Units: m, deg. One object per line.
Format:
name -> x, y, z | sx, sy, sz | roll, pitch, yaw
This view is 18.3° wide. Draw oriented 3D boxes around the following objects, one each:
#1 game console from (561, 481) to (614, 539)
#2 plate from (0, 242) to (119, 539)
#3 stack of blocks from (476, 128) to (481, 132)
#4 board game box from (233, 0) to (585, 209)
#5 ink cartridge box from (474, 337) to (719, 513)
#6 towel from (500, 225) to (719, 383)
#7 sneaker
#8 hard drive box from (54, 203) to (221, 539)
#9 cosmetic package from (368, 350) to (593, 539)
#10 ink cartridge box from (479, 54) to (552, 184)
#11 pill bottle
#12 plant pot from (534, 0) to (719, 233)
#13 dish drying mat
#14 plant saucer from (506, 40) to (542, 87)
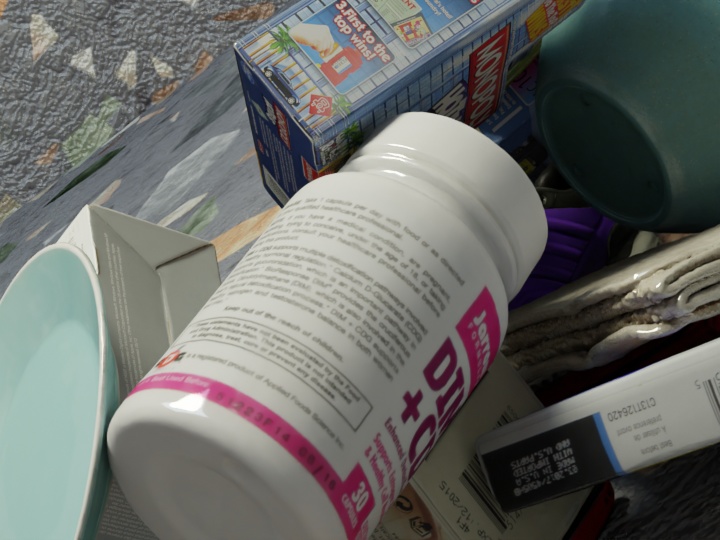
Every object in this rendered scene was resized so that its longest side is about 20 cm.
game console -> 0.018, 0.178, 1.065 | 0.199, 0.031, 0.177 | -26, 20, 43
plate -> -0.144, 0.088, 0.989 | 0.200, 0.025, 0.201 | -37, 46, 52
stack of blocks -> 0.000, 0.000, 1.164 | 0.115, 0.059, 0.200 | -29, 15, 30
board game box -> 0.040, -0.110, 1.074 | 0.199, 0.062, 0.200 | -38, -13, -8
ink cartridge box -> 0.182, 0.041, 0.976 | 0.199, 0.047, 0.197 | -14, -10, -46
towel -> 0.134, 0.012, 1.051 | 0.132, 0.035, 0.200 | -22, 0, -27
sneaker -> 0.084, 0.005, 1.251 | 0.069, 0.100, 0.200 | -32, 9, 46
hard drive box -> -0.143, 0.094, 1.093 | 0.200, 0.076, 0.157 | -46, 40, 35
cosmetic package -> 0.000, 0.122, 1.060 | 0.199, 0.087, 0.103 | -27, 16, 42
ink cartridge box -> 0.063, -0.043, 1.393 | 0.200, 0.136, 0.076 | -38, 51, 4
pill bottle -> -0.008, 0.031, 0.943 | 0.113, 0.113, 0.200 | -21, 26, 52
plant pot -> 0.167, -0.097, 1.146 | 0.135, 0.201, 0.200 | -39, 12, -24
dish drying mat -> 0.111, 0.065, 1.178 | 0.200, 0.018, 0.077 | -35, 5, 27
plant saucer -> 0.110, -0.183, 1.264 | 0.200, 0.048, 0.200 | -46, -10, -13
